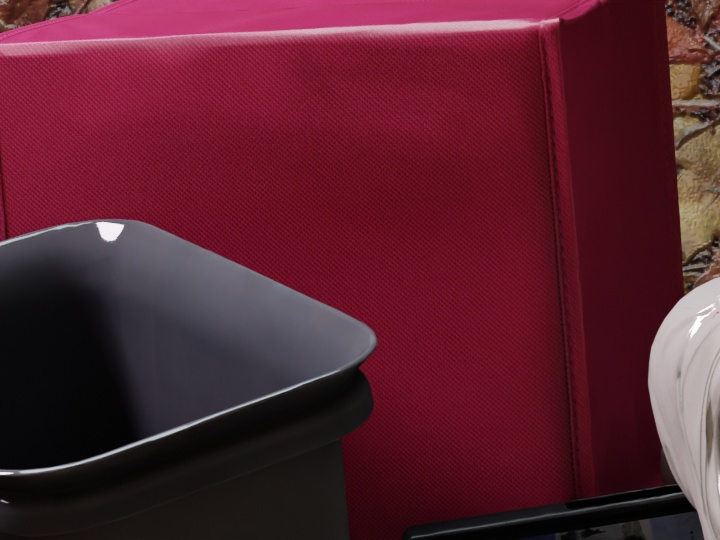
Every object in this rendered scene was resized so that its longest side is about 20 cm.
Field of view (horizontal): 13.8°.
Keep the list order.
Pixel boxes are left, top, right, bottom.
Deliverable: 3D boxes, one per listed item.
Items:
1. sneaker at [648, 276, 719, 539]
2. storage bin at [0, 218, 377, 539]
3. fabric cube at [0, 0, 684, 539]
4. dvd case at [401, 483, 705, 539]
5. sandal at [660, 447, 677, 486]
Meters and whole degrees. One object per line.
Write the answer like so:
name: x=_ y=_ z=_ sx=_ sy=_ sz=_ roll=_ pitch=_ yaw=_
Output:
sneaker: x=0.137 y=0.099 z=0.872 sx=0.078 sy=0.200 sz=0.099 roll=-22 pitch=0 yaw=1
storage bin: x=-0.069 y=0.076 z=0.886 sx=0.145 sy=0.135 sz=0.200 roll=-19 pitch=22 yaw=-25
fabric cube: x=0.000 y=0.000 z=1.045 sx=0.199 sy=0.197 sz=0.200 roll=-1 pitch=11 yaw=16
dvd case: x=0.121 y=0.135 z=0.944 sx=0.200 sy=0.143 sz=0.018 roll=-9 pitch=10 yaw=0
sandal: x=0.151 y=0.054 z=1.048 sx=0.082 sy=0.050 sz=0.203 roll=-7 pitch=-5 yaw=11
